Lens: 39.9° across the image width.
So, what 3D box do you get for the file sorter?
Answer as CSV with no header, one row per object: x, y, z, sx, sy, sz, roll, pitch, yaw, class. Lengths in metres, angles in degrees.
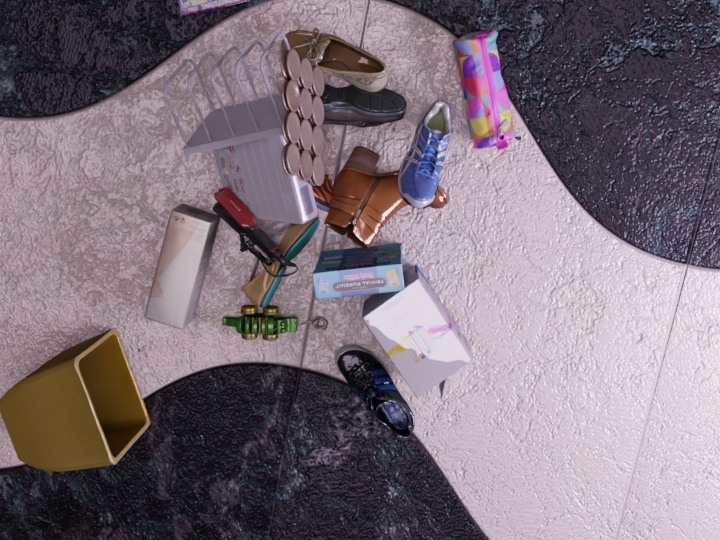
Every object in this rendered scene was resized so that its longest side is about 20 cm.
-0.208,-0.296,1.650,0.196,0.140,0.126,-9,122,23,file sorter

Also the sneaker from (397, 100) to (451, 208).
0.111,-0.199,1.682,0.074,0.077,0.204,13,64,-2,sneaker

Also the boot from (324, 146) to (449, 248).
0.044,-0.109,1.715,0.197,0.077,0.158,26,70,-8,boot

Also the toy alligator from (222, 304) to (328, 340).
-0.158,0.099,1.810,0.195,0.054,0.061,2,101,2,toy alligator

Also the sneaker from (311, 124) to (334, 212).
-0.087,-0.188,1.741,0.198,0.078,0.113,34,101,-4,sneaker

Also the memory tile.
-0.094,-0.247,1.623,0.016,0.153,0.205,-1,86,20,memory tile

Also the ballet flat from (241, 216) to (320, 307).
-0.149,-0.028,1.782,0.063,0.069,0.202,35,99,10,ballet flat

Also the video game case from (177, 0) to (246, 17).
-0.234,-0.548,1.699,0.196,0.036,0.185,-11,99,4,video game case

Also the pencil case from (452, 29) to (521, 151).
0.215,-0.308,1.705,0.087,0.088,0.204,-14,99,5,pencil case

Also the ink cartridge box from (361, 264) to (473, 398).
0.107,0.117,1.766,0.124,0.129,0.202,-34,99,8,ink cartridge box

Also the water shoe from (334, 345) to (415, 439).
0.032,0.220,1.813,0.071,0.079,0.200,-43,96,9,water shoe

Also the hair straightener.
-0.186,-0.057,1.753,0.199,0.077,0.041,41,56,12,hair straightener

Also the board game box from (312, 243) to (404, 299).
0.000,0.000,1.711,0.148,0.200,0.048,-6,101,4,board game box

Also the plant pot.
-0.527,0.248,1.790,0.196,0.194,0.199,-17,100,11,plant pot

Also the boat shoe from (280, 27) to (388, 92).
-0.043,-0.369,1.699,0.196,0.063,0.075,18,80,3,boat shoe

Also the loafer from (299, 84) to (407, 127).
-0.017,-0.283,1.736,0.195,0.073,0.063,6,143,2,loafer

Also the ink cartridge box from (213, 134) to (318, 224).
-0.169,-0.170,1.714,0.198,0.047,0.163,11,123,44,ink cartridge box

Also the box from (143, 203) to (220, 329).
-0.318,-0.007,1.777,0.076,0.095,0.204,17,100,0,box
